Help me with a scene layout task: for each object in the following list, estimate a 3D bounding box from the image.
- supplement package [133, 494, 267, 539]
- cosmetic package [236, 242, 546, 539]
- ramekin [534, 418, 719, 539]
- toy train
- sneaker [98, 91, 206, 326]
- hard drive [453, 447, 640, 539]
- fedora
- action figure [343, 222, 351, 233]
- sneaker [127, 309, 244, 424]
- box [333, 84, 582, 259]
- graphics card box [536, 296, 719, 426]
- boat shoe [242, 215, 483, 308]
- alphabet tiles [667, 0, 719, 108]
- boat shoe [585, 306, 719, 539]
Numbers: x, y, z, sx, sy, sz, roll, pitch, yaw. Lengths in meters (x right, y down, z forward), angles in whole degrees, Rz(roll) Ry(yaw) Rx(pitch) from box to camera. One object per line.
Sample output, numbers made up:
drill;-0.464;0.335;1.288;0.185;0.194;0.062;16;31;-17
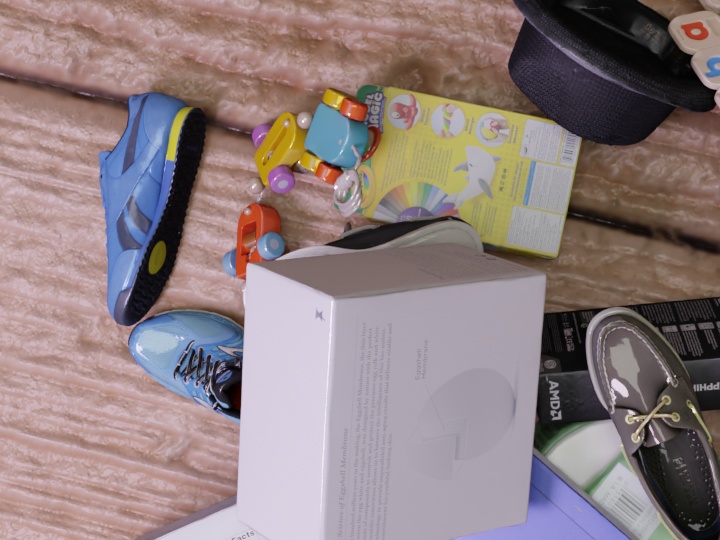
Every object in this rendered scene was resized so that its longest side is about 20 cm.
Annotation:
supplement package;-0.104;0.297;1.342;0.146;0.191;0.202;-23;86;2
cosmetic package;0.021;0.095;1.231;0.198;0.122;0.202;-6;105;-37
ramekin;0.215;0.204;1.367;0.197;0.098;0.203;0;88;4
toy train;-0.042;-0.066;1.389;0.055;0.199;0.152;14;64;-35
sneaker;-0.195;-0.055;1.429;0.078;0.066;0.203;14;89;16
hard drive;0.119;0.257;1.316;0.132;0.025;0.201;40;101;11
fedora;0.195;-0.167;1.369;0.199;0.201;0.092;32;120;4
action figure;0.047;0.074;1.386;0.192;0.105;0.202;20;89;14
sneaker;-0.111;0.085;1.394;0.198;0.090;0.079;21;90;16
box;0.083;-0.085;1.414;0.197;0.048;0.119;13;89;2
graphics card box;0.238;0.072;1.355;0.197;0.126;0.051;-5;112;3
boat shoe;0.000;0.000;1.335;0.198;0.060;0.075;-19;102;-6
alphabet tiles;0.359;-0.178;1.353;0.193;0.015;0.201;-14;56;-18
boat shoe;0.234;0.124;1.270;0.071;0.060;0.203;-25;99;8
